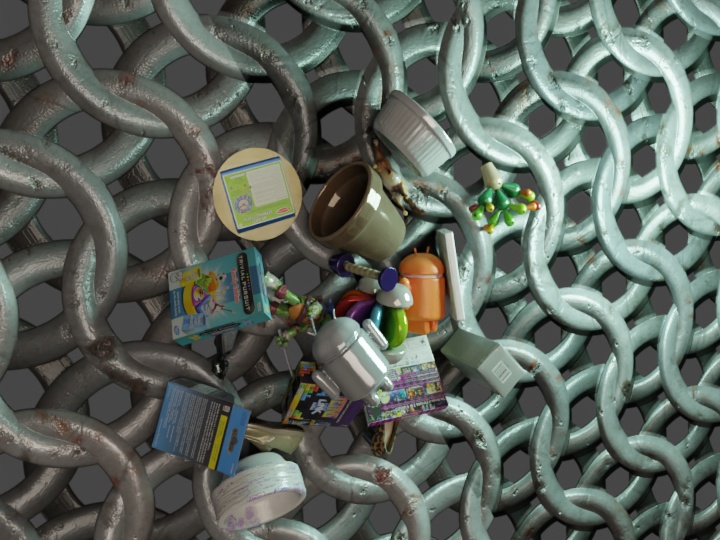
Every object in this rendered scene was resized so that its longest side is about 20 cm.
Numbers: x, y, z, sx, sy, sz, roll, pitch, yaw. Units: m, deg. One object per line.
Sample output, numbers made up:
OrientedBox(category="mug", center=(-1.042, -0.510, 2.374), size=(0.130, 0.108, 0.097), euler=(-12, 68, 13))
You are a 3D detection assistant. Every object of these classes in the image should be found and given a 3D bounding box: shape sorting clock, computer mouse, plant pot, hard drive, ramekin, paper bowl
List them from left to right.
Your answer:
OrientedBox(category="computer mouse", center=(-0.293, 0.128, 1.197), size=(0.052, 0.138, 0.204), euler=(18, 80, -16))
OrientedBox(category="paper bowl", center=(-0.226, 0.478, 1.220), size=(0.197, 0.105, 0.202), euler=(-18, 144, -13))
OrientedBox(category="shape sorting clock", center=(-0.226, -0.167, 1.229), size=(0.196, 0.039, 0.205), euler=(-2, 95, -18))
OrientedBox(category="plant pot", center=(0.009, -0.111, 1.240), size=(0.174, 0.199, 0.202), euler=(35, 84, -33))
OrientedBox(category="ramekin", center=(0.113, -0.298, 1.244), size=(0.202, 0.203, 0.094), euler=(43, 95, -15))
OrientedBox(category="hard drive", center=(0.214, 0.006, 1.328), size=(0.026, 0.132, 0.204), euler=(-9, 98, 1))

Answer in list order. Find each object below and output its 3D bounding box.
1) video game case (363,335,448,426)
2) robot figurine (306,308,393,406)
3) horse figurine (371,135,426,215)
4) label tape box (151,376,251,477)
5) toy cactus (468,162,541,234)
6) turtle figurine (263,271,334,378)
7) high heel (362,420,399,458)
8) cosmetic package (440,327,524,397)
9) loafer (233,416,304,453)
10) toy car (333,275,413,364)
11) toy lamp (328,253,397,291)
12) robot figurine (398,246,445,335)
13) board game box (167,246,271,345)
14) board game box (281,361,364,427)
OrientedBox(category="video game case", center=(0.090, 0.256, 1.314), size=(0.196, 0.036, 0.184), euler=(-8, 63, -16))
OrientedBox(category="robot figurine", center=(-0.020, 0.177, 1.111), size=(0.169, 0.113, 0.201), euler=(-42, 101, -22))
OrientedBox(category="horse figurine", center=(0.077, -0.206, 1.287), size=(0.050, 0.133, 0.201), euler=(-34, 112, 12))
OrientedBox(category="label tape box", center=(-0.329, 0.331, 1.185), size=(0.196, 0.063, 0.147), euler=(16, 91, 11))
OrientedBox(category="toy cactus", center=(0.346, -0.186, 1.386), size=(0.197, 0.102, 0.168), euler=(-20, 81, -12))
OrientedBox(category="turtle figurine", center=(-0.155, 0.108, 1.212), size=(0.192, 0.144, 0.202), euler=(31, 67, -7))
OrientedBox(category="high heel", center=(0.083, 0.341, 1.310), size=(0.071, 0.142, 0.202), euler=(33, 85, -16))
OrientedBox(category="cosmetic package", center=(0.287, 0.217, 1.334), size=(0.090, 0.200, 0.107), euler=(-46, 108, -6))
OrientedBox(category="loafer", center=(-0.223, 0.376, 1.256), size=(0.196, 0.076, 0.070), euler=(14, 85, -18))
OrientedBox(category="toy car", center=(0.019, 0.106, 1.235), size=(0.148, 0.199, 0.179), euler=(-2, 108, -31))
OrientedBox(category="toy lamp", center=(0.000, 0.000, 1.230), size=(0.057, 0.198, 0.059), euler=(-13, 111, -37))
OrientedBox(category="robot figurine", center=(0.145, 0.046, 1.321), size=(0.141, 0.117, 0.204), euler=(-2, 96, -14))
OrientedBox(category="board game box", center=(-0.295, 0.052, 1.155), size=(0.196, 0.047, 0.153), euler=(-16, 65, 3))
OrientedBox(category="board game box", center=(-0.078, 0.282, 1.237), size=(0.162, 0.201, 0.057), euler=(8, 49, -15))
